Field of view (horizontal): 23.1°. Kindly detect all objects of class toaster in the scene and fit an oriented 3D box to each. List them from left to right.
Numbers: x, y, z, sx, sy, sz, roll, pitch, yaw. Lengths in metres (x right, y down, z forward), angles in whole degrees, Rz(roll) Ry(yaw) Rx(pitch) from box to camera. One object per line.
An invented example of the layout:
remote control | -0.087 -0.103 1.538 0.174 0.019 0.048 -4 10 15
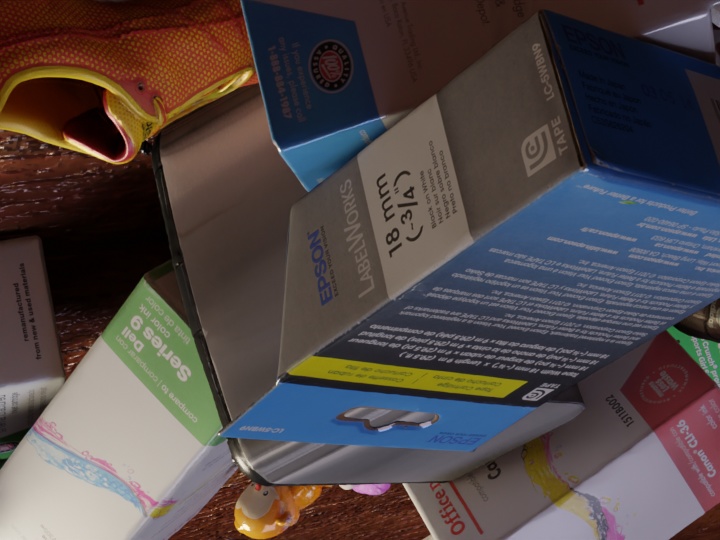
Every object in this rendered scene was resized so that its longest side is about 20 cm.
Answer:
toaster | 0.000 0.000 0.826 0.118 0.183 0.199 -28 159 29

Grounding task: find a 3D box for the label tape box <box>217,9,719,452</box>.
label tape box | 0.052 -0.004 0.648 0.143 0.064 0.200 9 147 -42

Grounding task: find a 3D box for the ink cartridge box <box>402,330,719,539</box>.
ink cartridge box | 0.091 0.110 0.911 0.199 0.117 0.068 -36 120 1

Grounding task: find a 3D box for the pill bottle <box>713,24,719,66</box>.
pill bottle | 0.171 -0.070 0.857 0.198 0.113 0.112 -3 159 -28

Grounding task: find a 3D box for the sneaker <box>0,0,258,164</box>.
sneaker | -0.086 -0.077 0.692 0.199 0.078 0.073 -12 163 -40

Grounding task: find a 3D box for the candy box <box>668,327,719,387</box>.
candy box | 0.164 0.050 1.147 0.198 0.078 0.169 -20 -169 15

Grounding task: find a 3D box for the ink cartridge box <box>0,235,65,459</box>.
ink cartridge box | -0.264 0.058 0.944 0.198 0.084 0.147 -9 161 -14

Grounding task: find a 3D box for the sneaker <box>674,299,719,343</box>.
sneaker | 0.250 0.014 0.923 0.198 0.071 0.076 -7 -158 -20

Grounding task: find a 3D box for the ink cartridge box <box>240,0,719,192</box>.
ink cartridge box | 0.058 -0.112 0.642 0.198 0.117 0.067 -16 160 8

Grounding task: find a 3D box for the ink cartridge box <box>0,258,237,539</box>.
ink cartridge box | -0.102 0.075 0.944 0.200 0.087 0.145 -52 172 30

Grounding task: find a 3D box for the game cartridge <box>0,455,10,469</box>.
game cartridge | -0.266 0.127 1.023 0.132 0.041 0.200 9 -157 20

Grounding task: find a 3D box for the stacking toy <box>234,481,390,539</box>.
stacking toy | 0.010 0.085 0.986 0.199 0.116 0.111 -33 124 -19

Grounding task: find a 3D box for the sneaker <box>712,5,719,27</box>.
sneaker | 0.245 -0.138 0.775 0.198 0.076 0.105 -18 162 7
